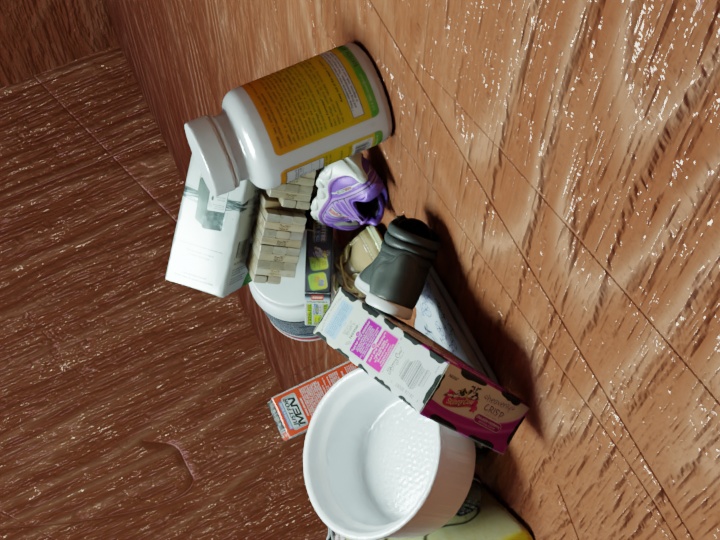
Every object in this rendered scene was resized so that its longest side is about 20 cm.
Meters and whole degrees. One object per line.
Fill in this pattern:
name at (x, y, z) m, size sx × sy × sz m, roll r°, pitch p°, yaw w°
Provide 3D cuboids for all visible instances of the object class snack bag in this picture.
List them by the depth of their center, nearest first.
snack bag at (0.101, 0.093, 1.409) m, size 0.189 × 0.021 × 0.200 m, roll 61°, pitch 168°, yaw 25°

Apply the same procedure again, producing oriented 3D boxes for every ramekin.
ramekin at (0.038, 0.216, 1.427) m, size 0.098 × 0.200 × 0.201 m, roll 22°, pitch -151°, yaw -48°

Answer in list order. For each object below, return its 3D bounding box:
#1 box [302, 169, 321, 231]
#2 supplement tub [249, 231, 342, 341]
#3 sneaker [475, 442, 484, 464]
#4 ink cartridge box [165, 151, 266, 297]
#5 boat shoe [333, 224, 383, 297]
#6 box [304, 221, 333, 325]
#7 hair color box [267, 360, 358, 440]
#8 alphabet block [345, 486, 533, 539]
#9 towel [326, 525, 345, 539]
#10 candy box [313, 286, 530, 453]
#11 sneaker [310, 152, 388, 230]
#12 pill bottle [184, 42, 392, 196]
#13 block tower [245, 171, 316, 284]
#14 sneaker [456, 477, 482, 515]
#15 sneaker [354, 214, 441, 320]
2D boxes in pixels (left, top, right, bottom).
box at (-0.081, -0.151, 1.590) m, size 0.200 × 0.021 × 0.164 m, roll -140°, pitch 58°, yaw -66°
supplement tub at (-0.084, 0.015, 1.761) m, size 0.141 × 0.140 × 0.200 m, roll 63°, pitch 178°, yaw 16°
sneaker at (0.085, 0.164, 1.508) m, size 0.200 × 0.074 × 0.080 m, roll 49°, pitch 132°, yaw 38°
ink cartridge box at (-0.166, -0.083, 1.551) m, size 0.147 × 0.083 × 0.201 m, roll -33°, pitch -42°, yaw -74°
boat shoe at (0.000, 0.000, 1.582) m, size 0.074 × 0.066 × 0.200 m, roll 63°, pitch 169°, yaw 15°
box at (-0.053, -0.041, 1.608) m, size 0.110 × 0.034 × 0.201 m, roll 94°, pitch 177°, yaw -66°
hair color box at (-0.024, 0.163, 1.683) m, size 0.111 × 0.199 × 0.064 m, roll 128°, pitch 118°, yaw -78°
alphabet block at (0.116, 0.401, 1.525) m, size 0.197 × 0.195 × 0.200 m, roll 68°, pitch 168°, yaw -17°
towel at (0.008, 0.267, 1.656) m, size 0.032 × 0.192 × 0.200 m, roll 24°, pitch 153°, yaw 11°
candy box at (0.060, 0.100, 1.256) m, size 0.136 × 0.061 × 0.200 m, roll 30°, pitch -179°, yaw -40°
sneaker at (-0.008, -0.078, 1.453) m, size 0.083 × 0.081 × 0.200 m, roll 47°, pitch 172°, yaw 9°
pill bottle at (-0.077, -0.153, 1.284) m, size 0.112 × 0.199 × 0.111 m, roll 66°, pitch 169°, yaw 0°
block tower at (-0.094, -0.086, 1.494) m, size 0.058 × 0.054 × 0.201 m, roll -124°, pitch 44°, yaw -60°
sneaker at (0.083, 0.244, 1.521) m, size 0.078 × 0.086 × 0.200 m, roll 32°, pitch 169°, yaw -31°
sneaker at (0.045, -0.009, 1.324) m, size 0.070 × 0.100 × 0.200 m, roll 23°, pitch -176°, yaw -4°
